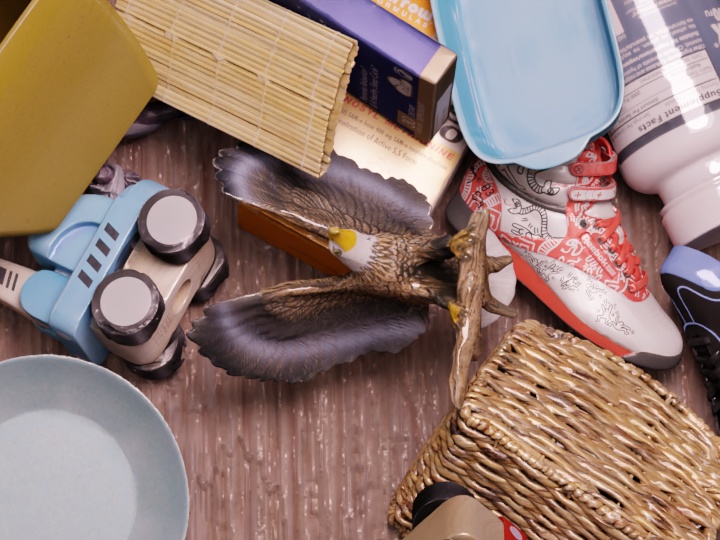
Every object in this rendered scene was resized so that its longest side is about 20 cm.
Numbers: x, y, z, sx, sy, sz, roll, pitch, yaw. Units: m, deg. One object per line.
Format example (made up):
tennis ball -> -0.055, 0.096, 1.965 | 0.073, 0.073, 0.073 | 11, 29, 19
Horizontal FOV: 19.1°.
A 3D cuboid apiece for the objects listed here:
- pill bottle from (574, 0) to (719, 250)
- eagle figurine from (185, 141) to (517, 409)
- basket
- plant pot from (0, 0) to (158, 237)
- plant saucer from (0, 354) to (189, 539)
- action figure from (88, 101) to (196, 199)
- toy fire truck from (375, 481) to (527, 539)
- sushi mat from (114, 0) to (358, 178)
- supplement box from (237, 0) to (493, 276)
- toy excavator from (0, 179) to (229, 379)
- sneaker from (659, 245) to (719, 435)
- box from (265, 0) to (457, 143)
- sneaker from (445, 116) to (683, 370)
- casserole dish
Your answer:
pill bottle -> 0.226, -0.121, 1.525 | 0.119, 0.120, 0.201 | -22, 80, -8
eagle figurine -> -0.003, -0.005, 1.428 | 0.199, 0.152, 0.152 | 5, 43, 31
basket -> 0.144, 0.150, 1.488 | 0.199, 0.149, 0.143 | 34, 45, 5
plant pot -> -0.256, -0.135, 1.422 | 0.200, 0.176, 0.201 | 40, 96, 34
plant saucer -> -0.215, 0.159, 1.469 | 0.199, 0.039, 0.203 | 0, 89, -1
action figure -> -0.172, -0.115, 1.532 | 0.199, 0.069, 0.131 | -21, 85, 5
toy fire truck -> 0.072, 0.273, 1.418 | 0.200, 0.129, 0.176 | 41, 111, -16
sushi mat -> -0.091, -0.144, 1.441 | 0.199, 0.012, 0.096 | 27, 112, 29
supplement box -> 0.012, -0.096, 1.531 | 0.125, 0.074, 0.201 | 27, 77, 3
toy excavator -> -0.218, 0.009, 1.495 | 0.199, 0.100, 0.195 | 25, 75, 16
sneaker -> 0.269, 0.075, 1.494 | 0.200, 0.070, 0.078 | 46, 76, -6
box -> -0.026, -0.168, 1.447 | 0.199, 0.121, 0.032 | 35, 78, 9
sneaker -> 0.164, -0.025, 1.504 | 0.201, 0.067, 0.108 | 37, 116, 8
casserole dish -> 0.117, -0.158, 1.475 | 0.120, 0.039, 0.202 | -18, 69, 16
